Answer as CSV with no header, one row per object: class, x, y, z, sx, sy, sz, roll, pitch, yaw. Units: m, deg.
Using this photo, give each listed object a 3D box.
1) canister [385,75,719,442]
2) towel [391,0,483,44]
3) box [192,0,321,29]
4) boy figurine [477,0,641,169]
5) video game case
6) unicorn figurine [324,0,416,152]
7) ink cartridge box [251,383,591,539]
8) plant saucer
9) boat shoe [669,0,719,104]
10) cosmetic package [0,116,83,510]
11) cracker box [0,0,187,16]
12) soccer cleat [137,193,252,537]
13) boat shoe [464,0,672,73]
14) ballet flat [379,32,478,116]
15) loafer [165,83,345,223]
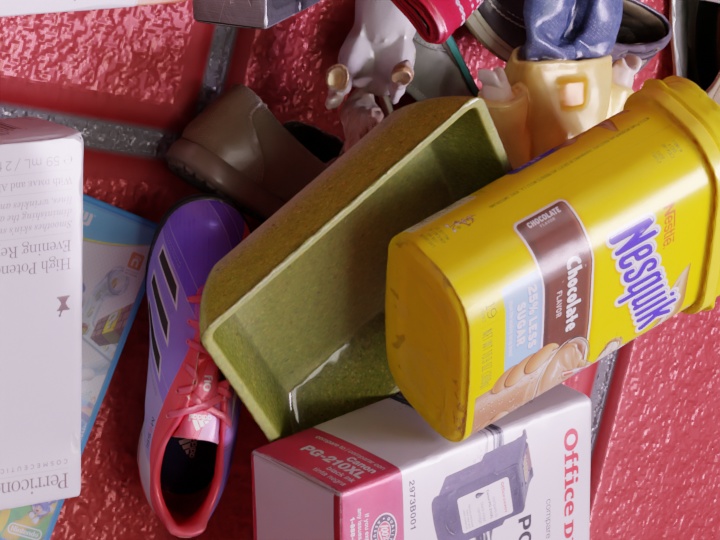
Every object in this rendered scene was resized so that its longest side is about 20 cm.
canister,0.114,-0.004,1.653,0.199,0.087,0.149,-29,145,-23
towel,0.039,-0.220,1.601,0.145,0.022,0.200,48,44,-6
box,-0.037,-0.248,1.620,0.158,0.048,0.201,-35,129,-56
boy figurine,0.115,-0.099,1.734,0.124,0.064,0.201,-1,105,-42
video game case,-0.195,0.049,1.634,0.143,0.018,0.201,22,89,-44
unicorn figurine,0.028,-0.163,1.655,0.200,0.074,0.137,-57,180,14
ink cartridge box,0.039,0.152,1.710,0.199,0.084,0.146,-18,117,-38
plant saucer,0.000,0.000,1.651,0.200,0.048,0.200,-41,150,-7
boat shoe,0.240,-0.193,1.917,0.068,0.075,0.201,-27,122,-40
cosmetic package,-0.204,0.025,1.556,0.101,0.074,0.201,-8,105,-33
cracker box,-0.179,-0.203,1.534,0.199,0.058,0.135,-10,110,-40
soccer cleat,-0.091,0.055,1.668,0.068,0.073,0.201,3,117,-11
boat shoe,0.123,-0.159,1.804,0.065,0.072,0.200,-36,150,24
ballet flat,0.055,-0.091,1.790,0.064,0.067,0.200,-35,130,5
loafer,-0.025,-0.046,1.720,0.200,0.076,0.068,30,90,-45
